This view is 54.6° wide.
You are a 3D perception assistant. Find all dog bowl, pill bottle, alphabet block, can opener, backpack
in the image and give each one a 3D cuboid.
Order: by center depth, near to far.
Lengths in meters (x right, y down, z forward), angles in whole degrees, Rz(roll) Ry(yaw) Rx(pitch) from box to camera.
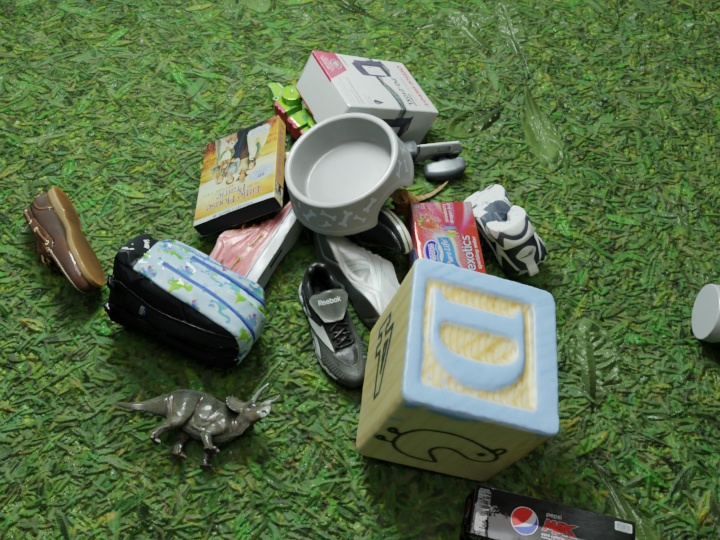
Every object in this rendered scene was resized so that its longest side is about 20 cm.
[{"bbox_3d":[0.118,0.132,0.888,0.195,0.200,0.197,16,56,-7],"label":"alphabet block"},{"bbox_3d":[-0.231,0.050,0.965,0.200,0.163,0.154,36,47,11],"label":"backpack"},{"bbox_3d":[0.608,0.079,1.030,0.200,0.113,0.113,11,57,2],"label":"pill bottle"},{"bbox_3d":[-0.023,-0.151,1.042,0.200,0.059,0.200,-8,58,14],"label":"dog bowl"},{"bbox_3d":[0.082,-0.185,1.197,0.200,0.053,0.067,-8,66,-6],"label":"can opener"}]

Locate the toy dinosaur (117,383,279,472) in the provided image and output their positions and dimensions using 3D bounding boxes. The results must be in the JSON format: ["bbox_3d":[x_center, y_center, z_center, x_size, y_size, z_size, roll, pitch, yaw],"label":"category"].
[{"bbox_3d":[-0.216,0.198,0.925,0.200,0.077,0.102,9,45,8],"label":"toy dinosaur"}]

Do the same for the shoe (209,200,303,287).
[{"bbox_3d":[-0.158,-0.053,1.082,0.091,0.072,0.200,26,62,9],"label":"shoe"}]

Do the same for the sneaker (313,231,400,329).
[{"bbox_3d":[0.000,0.000,1.068,0.080,0.070,0.200,-29,71,-27],"label":"sneaker"}]

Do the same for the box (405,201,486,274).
[{"bbox_3d":[0.128,0.000,1.054,0.100,0.096,0.200,-2,57,-5],"label":"box"}]

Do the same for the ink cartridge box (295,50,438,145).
[{"bbox_3d":[0.013,-0.292,1.201,0.200,0.084,0.145,-6,54,-38],"label":"ink cartridge box"}]

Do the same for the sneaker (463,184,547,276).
[{"bbox_3d":[0.235,-0.054,1.117,0.079,0.130,0.199,-31,24,-3],"label":"sneaker"}]

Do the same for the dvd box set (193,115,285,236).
[{"bbox_3d":[-0.191,-0.155,1.121,0.146,0.029,0.200,-18,47,17],"label":"dvd box set"}]

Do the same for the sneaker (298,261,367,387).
[{"bbox_3d":[-0.041,0.071,0.998,0.066,0.091,0.200,-16,60,-14],"label":"sneaker"}]

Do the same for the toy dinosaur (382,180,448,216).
[{"bbox_3d":[0.072,-0.110,1.135,0.106,0.200,0.061,-4,98,21],"label":"toy dinosaur"}]

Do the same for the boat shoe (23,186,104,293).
[{"bbox_3d":[-0.448,-0.036,1.048,0.070,0.070,0.200,-34,59,-4],"label":"boat shoe"}]

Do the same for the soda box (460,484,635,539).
[{"bbox_3d":[0.229,0.326,0.863,0.200,0.071,0.063,13,58,5],"label":"soda box"}]

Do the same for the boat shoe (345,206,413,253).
[{"bbox_3d":[0.004,-0.071,1.089,0.062,0.075,0.200,-39,48,-20],"label":"boat shoe"}]

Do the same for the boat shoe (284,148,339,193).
[{"bbox_3d":[-0.076,-0.160,1.147,0.200,0.070,0.070,-9,65,16],"label":"boat shoe"}]

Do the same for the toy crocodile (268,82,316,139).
[{"bbox_3d":[-0.107,-0.261,1.224,0.062,0.068,0.200,-31,64,-22],"label":"toy crocodile"}]
